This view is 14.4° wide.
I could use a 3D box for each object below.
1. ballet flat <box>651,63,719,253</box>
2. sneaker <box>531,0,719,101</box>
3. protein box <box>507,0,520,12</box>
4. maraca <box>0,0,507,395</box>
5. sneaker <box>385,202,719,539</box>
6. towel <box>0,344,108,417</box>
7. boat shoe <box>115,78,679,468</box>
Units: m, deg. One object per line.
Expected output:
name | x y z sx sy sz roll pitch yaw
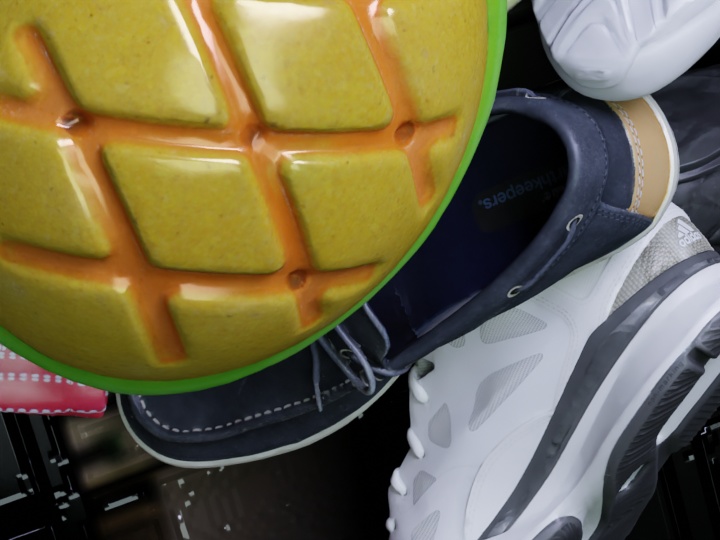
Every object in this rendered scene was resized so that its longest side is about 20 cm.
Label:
ballet flat | 0.161 -0.043 0.931 0.199 0.067 0.057 -8 145 -12
sneaker | 0.118 -0.108 0.846 0.200 0.078 0.100 -55 141 -31
protein box | -0.065 -0.128 0.766 0.200 0.135 0.199 -41 110 1
maraca | -0.023 -0.061 0.665 0.137 0.107 0.200 34 96 -27
sneaker | 0.036 0.043 0.909 0.076 0.115 0.201 -10 141 -55
towel | -0.132 -0.055 0.854 0.144 0.022 0.201 5 102 -16
boat shoe | 0.000 0.000 0.844 0.200 0.062 0.075 -28 79 27
